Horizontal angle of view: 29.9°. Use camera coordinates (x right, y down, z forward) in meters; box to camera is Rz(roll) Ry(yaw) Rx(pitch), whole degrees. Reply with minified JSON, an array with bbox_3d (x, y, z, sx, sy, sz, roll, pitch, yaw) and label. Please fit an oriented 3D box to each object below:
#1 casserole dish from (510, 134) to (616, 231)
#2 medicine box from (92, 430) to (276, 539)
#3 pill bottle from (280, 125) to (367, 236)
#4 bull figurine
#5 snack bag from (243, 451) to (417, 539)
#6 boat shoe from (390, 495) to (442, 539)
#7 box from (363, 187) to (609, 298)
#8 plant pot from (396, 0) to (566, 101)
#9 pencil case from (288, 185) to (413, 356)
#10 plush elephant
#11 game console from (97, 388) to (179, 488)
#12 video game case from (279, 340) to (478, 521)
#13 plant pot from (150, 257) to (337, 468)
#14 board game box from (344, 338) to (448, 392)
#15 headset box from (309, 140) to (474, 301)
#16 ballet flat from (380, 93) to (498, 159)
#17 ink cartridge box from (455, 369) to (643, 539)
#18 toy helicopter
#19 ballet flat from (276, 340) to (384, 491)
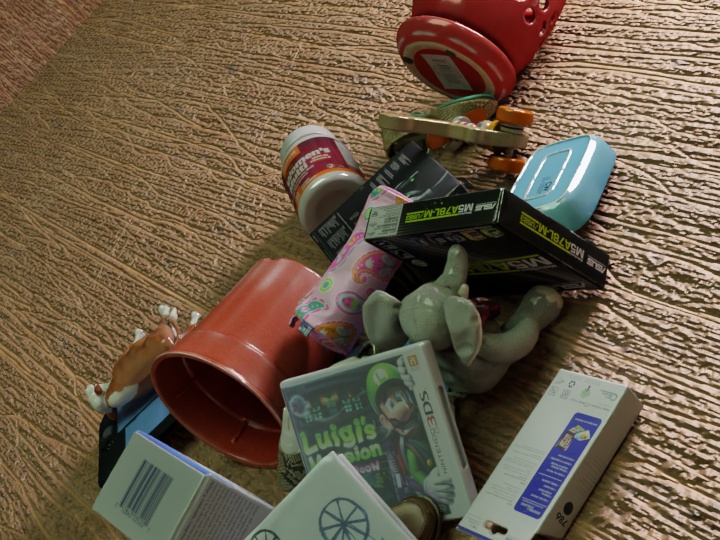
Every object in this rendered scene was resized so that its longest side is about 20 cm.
[{"bbox_3d":[0.227,-0.099,1.583,0.121,0.039,0.200,-14,31,37],"label":"casserole dish"},{"bbox_3d":[-0.156,0.277,1.449,0.182,0.200,0.103,15,73,55],"label":"medicine box"},{"bbox_3d":[-0.053,-0.127,1.914,0.109,0.110,0.200,-39,31,7],"label":"pill bottle"},{"bbox_3d":[-0.298,0.124,1.854,0.199,0.065,0.122,-32,28,34],"label":"bull figurine"},{"bbox_3d":[-0.031,0.311,1.314,0.200,0.189,0.021,-45,-9,6],"label":"snack bag"},{"bbox_3d":[0.000,0.303,1.352,0.200,0.068,0.072,-49,54,2],"label":"boat shoe"},{"bbox_3d":[0.138,-0.025,1.484,0.199,0.193,0.048,-6,63,45],"label":"box"},{"bbox_3d":[0.161,-0.341,1.844,0.200,0.200,0.183,2,61,51],"label":"plant pot"},{"bbox_3d":[0.000,0.000,1.571,0.201,0.087,0.087,-57,32,-5],"label":"pencil case"},{"bbox_3d":[0.097,0.051,1.432,0.164,0.155,0.201,9,54,31],"label":"plush elephant"},{"bbox_3d":[-0.288,0.189,1.850,0.200,0.031,0.177,-44,21,13],"label":"game console"},{"bbox_3d":[0.017,0.183,1.416,0.199,0.183,0.023,-18,-2,37],"label":"video game case"},{"bbox_3d":[-0.120,0.103,1.654,0.200,0.201,0.196,-6,38,46],"label":"plant pot"},{"bbox_3d":[0.044,0.151,1.537,0.157,0.039,0.201,-17,45,31],"label":"board game box"},{"bbox_3d":[0.057,-0.053,1.710,0.200,0.093,0.174,-43,30,1],"label":"headset box"},{"bbox_3d":[0.109,-0.190,1.862,0.199,0.070,0.066,-12,70,45],"label":"ballet flat"},{"bbox_3d":[0.185,0.192,1.317,0.200,0.039,0.099,-52,32,-16],"label":"ink cartridge box"},{"bbox_3d":[0.117,-0.182,1.727,0.132,0.198,0.080,-129,47,-72],"label":"toy helicopter"},{"bbox_3d":[-0.041,0.155,1.513,0.200,0.075,0.068,-46,35,-2],"label":"ballet flat"}]
